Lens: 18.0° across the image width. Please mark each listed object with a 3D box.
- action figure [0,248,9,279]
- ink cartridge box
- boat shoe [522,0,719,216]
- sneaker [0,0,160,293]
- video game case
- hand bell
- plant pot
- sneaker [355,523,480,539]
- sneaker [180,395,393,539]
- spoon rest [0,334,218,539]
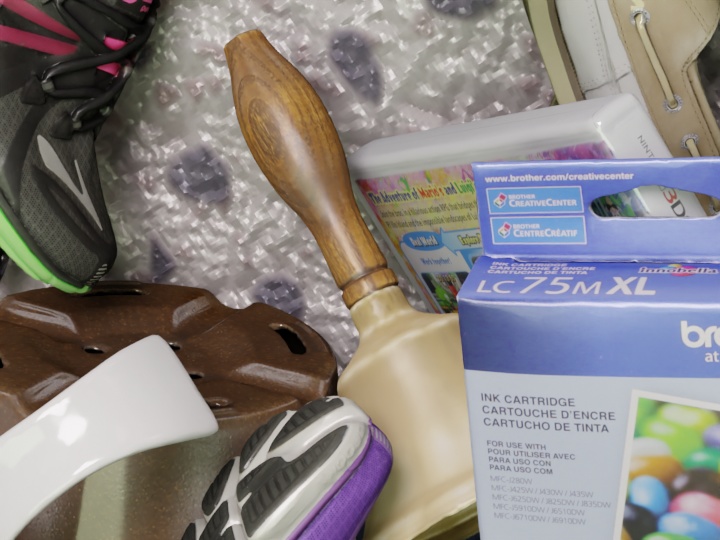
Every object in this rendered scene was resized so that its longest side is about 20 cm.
[{"bbox_3d":[-0.201,0.004,0.925,0.119,0.102,0.200,27,122,18],"label":"action figure"},{"bbox_3d":[0.096,0.063,0.719,0.119,0.042,0.200,1,112,17],"label":"ink cartridge box"},{"bbox_3d":[0.092,-0.093,0.800,0.068,0.075,0.200,-13,116,6],"label":"boat shoe"},{"bbox_3d":[-0.113,-0.090,0.848,0.084,0.077,0.200,-6,97,11],"label":"sneaker"},{"bbox_3d":[0.085,0.026,0.811,0.182,0.024,0.200,58,159,-12],"label":"video game case"},{"bbox_3d":[0.000,0.000,0.829,0.104,0.104,0.200,-34,77,29],"label":"hand bell"},{"bbox_3d":[-0.089,0.120,0.898,0.200,0.200,0.199,11,109,14],"label":"plant pot"},{"bbox_3d":[0.064,0.133,0.902,0.082,0.074,0.200,-5,122,42],"label":"sneaker"},{"bbox_3d":[-0.032,0.136,0.785,0.083,0.081,0.200,20,107,-12],"label":"sneaker"},{"bbox_3d":[-0.136,0.097,0.786,0.200,0.061,0.099,-43,73,27],"label":"spoon rest"}]
